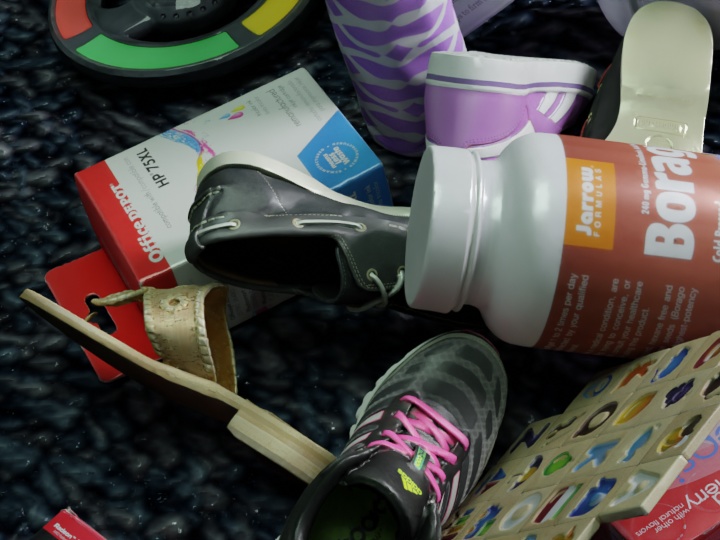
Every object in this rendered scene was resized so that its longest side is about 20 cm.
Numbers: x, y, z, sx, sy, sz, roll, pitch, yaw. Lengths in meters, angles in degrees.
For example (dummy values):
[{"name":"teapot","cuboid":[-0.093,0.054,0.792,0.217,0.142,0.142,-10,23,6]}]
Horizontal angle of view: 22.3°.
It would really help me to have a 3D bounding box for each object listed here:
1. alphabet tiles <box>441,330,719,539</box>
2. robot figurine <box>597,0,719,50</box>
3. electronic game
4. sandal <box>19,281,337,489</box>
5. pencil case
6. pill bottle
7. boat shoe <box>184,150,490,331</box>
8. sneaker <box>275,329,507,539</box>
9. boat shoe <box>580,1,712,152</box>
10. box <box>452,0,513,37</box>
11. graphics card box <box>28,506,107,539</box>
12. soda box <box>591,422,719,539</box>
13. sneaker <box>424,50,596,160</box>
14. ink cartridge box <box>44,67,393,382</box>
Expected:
[{"name":"alphabet tiles","cuboid":[0.105,0.092,0.871,0.166,0.006,0.200,-45,8,-29]},{"name":"robot figurine","cuboid":[0.226,-0.194,1.129,0.199,0.169,0.114,1,87,40]},{"name":"electronic game","cuboid":[-0.123,-0.197,1.289,0.199,0.042,0.201,-7,45,7]},{"name":"sandal","cuboid":[-0.083,0.042,0.997,0.211,0.078,0.070,30,79,21]},{"name":"pencil case","cuboid":[0.024,-0.159,1.104,0.085,0.201,0.084,-41,56,-18]},{"name":"pill bottle","cuboid":[0.127,-0.011,0.952,0.199,0.113,0.113,6,44,-7]},{"name":"boat shoe","cuboid":[0.000,0.000,1.005,0.199,0.072,0.068,18,41,-9]},{"name":"sneaker","cuboid":[0.018,0.106,0.900,0.074,0.087,0.200,40,66,-2]},{"name":"boat shoe","cuboid":[0.162,-0.060,1.069,0.073,0.063,0.202,16,63,4]},{"name":"box","cuboid":[0.093,-0.281,1.189,0.200,0.131,0.199,-31,23,49]},{"name":"graphics card box","cuboid":[-0.173,0.220,0.878,0.125,0.051,0.200,29,57,35]},{"name":"soda box","cuboid":[0.203,0.092,0.903,0.199,0.064,0.070,-30,46,-16]},{"name":"sneaker","cuboid":[0.083,-0.072,1.082,0.072,0.115,0.200,7,9,26]},{"name":"ink cartridge box","cuboid":[-0.091,-0.029,1.094,0.199,0.067,0.116,-27,45,-12]}]
